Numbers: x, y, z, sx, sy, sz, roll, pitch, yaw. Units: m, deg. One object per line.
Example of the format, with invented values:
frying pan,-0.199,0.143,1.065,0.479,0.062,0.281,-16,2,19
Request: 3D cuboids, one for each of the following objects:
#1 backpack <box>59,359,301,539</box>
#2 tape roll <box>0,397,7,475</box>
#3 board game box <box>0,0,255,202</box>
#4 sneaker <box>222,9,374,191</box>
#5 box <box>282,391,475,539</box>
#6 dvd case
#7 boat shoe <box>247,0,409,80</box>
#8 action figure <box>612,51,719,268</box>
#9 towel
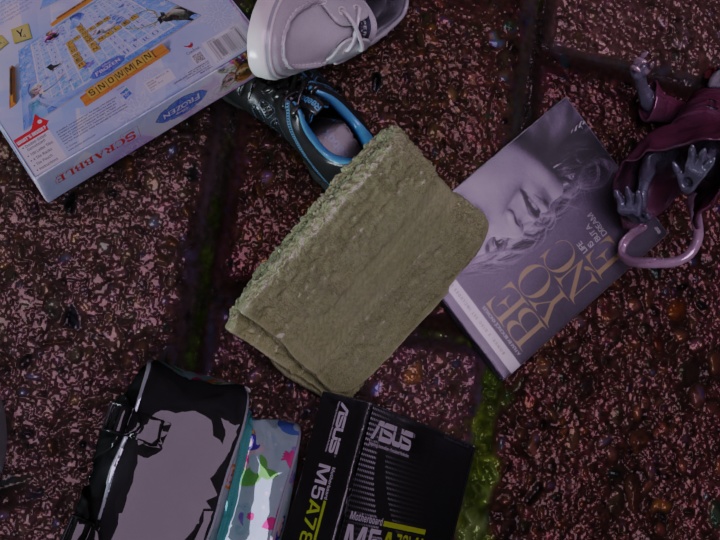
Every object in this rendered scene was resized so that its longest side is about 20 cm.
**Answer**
backpack,-0.127,0.161,0.819,0.149,0.200,0.180,19,75,-13
tape roll,-0.358,0.122,0.840,0.199,0.071,0.206,1,83,-11
board game box,-0.204,-0.184,0.891,0.199,0.041,0.200,-32,71,-13
sneaker,-0.053,-0.143,0.929,0.200,0.082,0.073,41,79,-3
box,0.009,0.202,0.854,0.047,0.200,0.196,12,79,30
dvd case,0.146,-0.029,0.991,0.199,0.016,0.149,-39,93,-13
boat shoe,-0.019,-0.189,0.896,0.068,0.200,0.073,11,111,21
action figure,0.293,-0.110,0.983,0.200,0.132,0.151,-49,136,-46
towel,0.000,0.000,0.907,0.201,0.036,0.148,-50,126,-1
